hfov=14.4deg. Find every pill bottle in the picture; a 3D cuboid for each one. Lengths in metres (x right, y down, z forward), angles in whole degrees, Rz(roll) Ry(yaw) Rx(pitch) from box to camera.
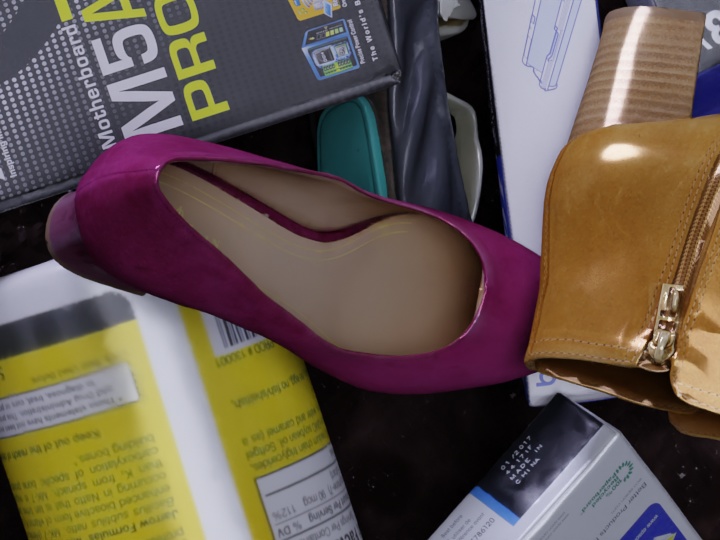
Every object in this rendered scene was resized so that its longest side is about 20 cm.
[{"bbox_3d":[-0.062,0.086,1.018,0.114,0.114,0.201,-18,92,-11],"label":"pill bottle"}]

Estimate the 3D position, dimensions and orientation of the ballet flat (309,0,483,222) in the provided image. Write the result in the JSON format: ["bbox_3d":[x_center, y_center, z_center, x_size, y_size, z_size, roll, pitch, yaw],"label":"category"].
[{"bbox_3d":[0.011,-0.072,1.066,0.073,0.073,0.201,-6,84,-11],"label":"ballet flat"}]

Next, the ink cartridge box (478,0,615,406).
[{"bbox_3d":[0.070,-0.053,1.055,0.044,0.094,0.201,-7,89,2],"label":"ink cartridge box"}]

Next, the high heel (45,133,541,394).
[{"bbox_3d":[0.000,0.000,0.938,0.199,0.096,0.068,7,79,-22],"label":"high heel"}]

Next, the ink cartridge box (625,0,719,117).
[{"bbox_3d":[0.140,-0.139,1.106,0.094,0.037,0.200,-24,95,-12],"label":"ink cartridge box"}]

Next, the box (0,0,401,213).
[{"bbox_3d":[-0.090,-0.135,0.951,0.160,0.044,0.201,-17,105,1],"label":"box"}]

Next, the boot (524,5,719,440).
[{"bbox_3d":[0.161,-0.009,0.965,0.201,0.071,0.144,7,73,11],"label":"boot"}]

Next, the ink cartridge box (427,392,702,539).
[{"bbox_3d":[0.091,0.137,1.054,0.099,0.039,0.200,-48,135,-9],"label":"ink cartridge box"}]
